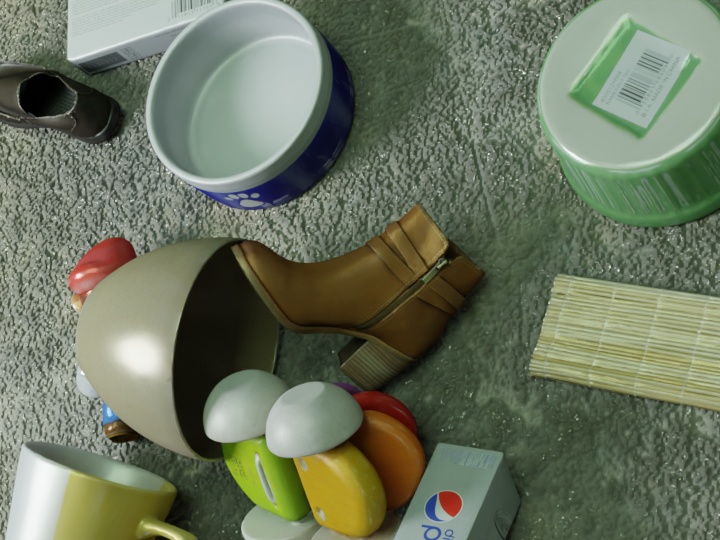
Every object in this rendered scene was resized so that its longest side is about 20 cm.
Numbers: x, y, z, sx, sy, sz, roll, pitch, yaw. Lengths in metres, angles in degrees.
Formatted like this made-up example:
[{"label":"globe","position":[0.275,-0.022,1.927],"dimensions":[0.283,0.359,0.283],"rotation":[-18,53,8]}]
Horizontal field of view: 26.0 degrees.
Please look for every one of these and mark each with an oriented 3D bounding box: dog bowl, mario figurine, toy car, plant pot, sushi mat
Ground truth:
[{"label":"dog bowl","position":[-0.109,-0.164,1.548],"dimensions":[0.199,0.079,0.201],"rotation":[-9,67,23]},{"label":"mario figurine","position":[-0.222,0.064,1.538],"dimensions":[0.123,0.106,0.201],"rotation":[-9,74,-15]},{"label":"toy car","position":[-0.029,0.159,1.350],"dimensions":[0.200,0.176,0.150],"rotation":[6,32,46]},{"label":"plant pot","position":[-0.177,0.063,1.410],"dimensions":[0.134,0.200,0.201],"rotation":[7,75,22]},{"label":"sushi mat","position":[0.245,0.061,1.319],"dimensions":[0.199,0.012,0.096],"rotation":[9,75,30]}]

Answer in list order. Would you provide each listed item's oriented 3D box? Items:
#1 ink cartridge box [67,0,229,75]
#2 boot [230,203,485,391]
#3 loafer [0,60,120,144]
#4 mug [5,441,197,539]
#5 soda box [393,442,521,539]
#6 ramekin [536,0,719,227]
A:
[{"label":"ink cartridge box","position":[-0.225,-0.319,1.687],"dimensions":[0.199,0.044,0.174],"rotation":[-13,65,23]},{"label":"boot","position":[0.000,0.000,1.374],"dimensions":[0.155,0.200,0.077],"rotation":[-46,15,9]},{"label":"loafer","position":[-0.349,-0.193,1.686],"dimensions":[0.199,0.071,0.073],"rotation":[14,78,30]},{"label":"mug","position":[-0.254,0.254,1.424],"dimensions":[0.186,0.149,0.154],"rotation":[15,86,61]},{"label":"soda box","position":[0.064,0.239,1.266],"dimensions":[0.063,0.068,0.200],"rotation":[4,46,28]},{"label":"ramekin","position":[0.249,-0.147,1.344],"dimensions":[0.199,0.098,0.201],"rotation":[-10,67,24]}]
